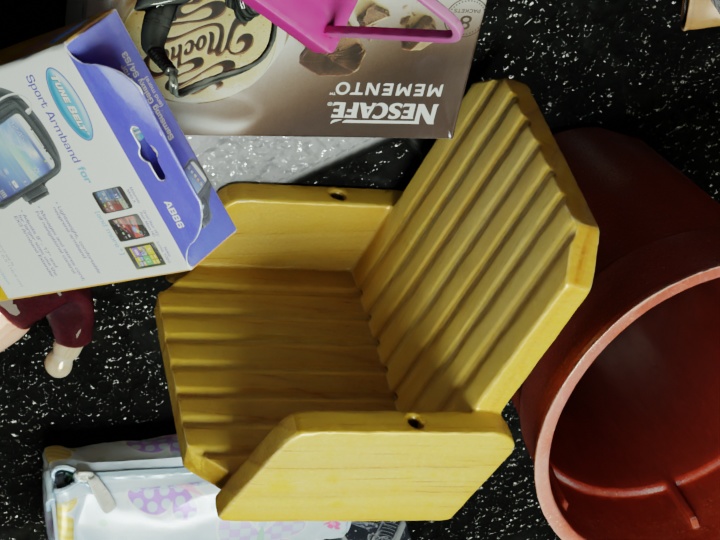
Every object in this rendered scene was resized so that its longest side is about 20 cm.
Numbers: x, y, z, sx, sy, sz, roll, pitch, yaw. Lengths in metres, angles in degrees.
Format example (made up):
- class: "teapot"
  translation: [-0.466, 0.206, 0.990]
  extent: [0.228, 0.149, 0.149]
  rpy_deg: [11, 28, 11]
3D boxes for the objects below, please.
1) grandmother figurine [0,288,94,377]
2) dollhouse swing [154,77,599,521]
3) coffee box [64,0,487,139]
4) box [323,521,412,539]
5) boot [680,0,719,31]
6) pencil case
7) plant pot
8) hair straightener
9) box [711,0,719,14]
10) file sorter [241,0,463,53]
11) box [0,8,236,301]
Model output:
- class: "grandmother figurine"
  translation: [-0.198, 0.015, 0.948]
  extent: [0.199, 0.061, 0.121]
  rpy_deg: [-34, 127, 15]
- class: "dollhouse swing"
  translation: [0.000, 0.000, 0.897]
  extent: [0.180, 0.201, 0.177]
  rpy_deg: [2, 131, -18]
- class: "coffee box"
  translation: [-0.043, -0.134, 0.848]
  extent: [0.198, 0.080, 0.114]
  rpy_deg: [0, 130, -16]
- class: "box"
  translation: [-0.050, 0.246, 1.115]
  extent: [0.198, 0.183, 0.105]
  rpy_deg: [-15, 133, -4]
- class: "boot"
  translation: [0.276, -0.139, 0.923]
  extent: [0.198, 0.069, 0.189]
  rpy_deg: [-3, 131, 2]
- class: "pencil case"
  translation: [-0.104, 0.139, 1.071]
  extent: [0.198, 0.083, 0.091]
  rpy_deg: [-6, 133, -12]
- class: "plant pot"
  translation: [0.154, 0.029, 0.961]
  extent: [0.199, 0.196, 0.202]
  rpy_deg: [-10, 125, -15]
- class: "hair straightener"
  translation: [-0.045, -0.169, 0.761]
  extent: [0.076, 0.041, 0.201]
  rpy_deg: [18, 81, -13]
- class: "box"
  translation: [0.240, -0.197, 0.798]
  extent: [0.199, 0.199, 0.050]
  rpy_deg: [-20, 135, 2]
- class: "file sorter"
  translation: [0.009, -0.210, 0.701]
  extent: [0.139, 0.125, 0.201]
  rpy_deg: [31, 80, -36]
- class: "box"
  translation: [-0.144, -0.051, 0.816]
  extent: [0.199, 0.041, 0.120]
  rpy_deg: [-9, 116, 44]
